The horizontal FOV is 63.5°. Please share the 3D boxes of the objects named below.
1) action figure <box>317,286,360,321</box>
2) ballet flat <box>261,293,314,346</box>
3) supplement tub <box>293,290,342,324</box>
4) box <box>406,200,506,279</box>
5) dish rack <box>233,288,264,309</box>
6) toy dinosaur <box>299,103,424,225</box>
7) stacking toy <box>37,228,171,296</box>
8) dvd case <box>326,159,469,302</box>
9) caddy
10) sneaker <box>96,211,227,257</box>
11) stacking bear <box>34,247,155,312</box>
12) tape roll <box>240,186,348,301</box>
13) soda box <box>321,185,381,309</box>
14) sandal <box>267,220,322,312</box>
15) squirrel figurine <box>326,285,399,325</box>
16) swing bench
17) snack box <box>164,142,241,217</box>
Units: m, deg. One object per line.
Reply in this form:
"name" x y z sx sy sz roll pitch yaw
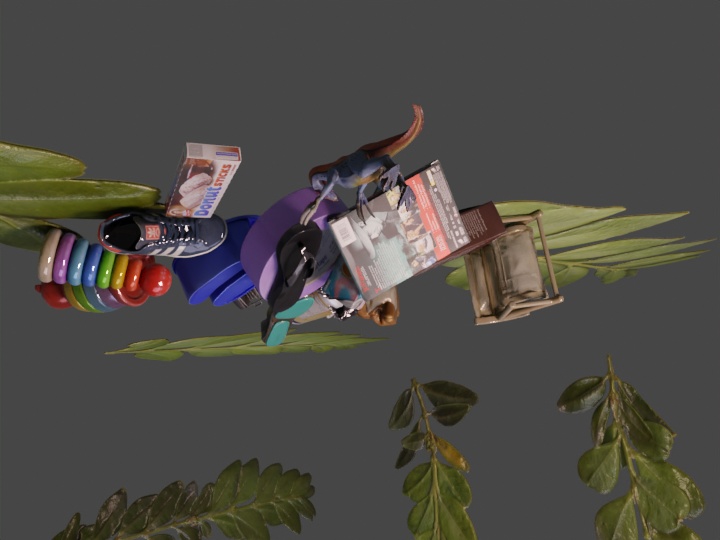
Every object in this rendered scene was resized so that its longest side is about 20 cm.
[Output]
"action figure" 0.000 0.000 1.066 0.101 0.120 0.201 13 128 -42
"ballet flat" -0.158 0.078 1.170 0.067 0.070 0.200 0 146 -37
"supplement tub" -0.086 0.025 1.246 0.197 0.148 0.143 -19 163 35
"box" 0.173 -0.060 1.130 0.196 0.076 0.100 -20 172 -24
"dish rack" -0.157 -0.004 1.138 0.197 0.055 0.154 -25 -157 26
"toy dinosaur" -0.001 -0.137 0.817 0.180 0.203 0.104 30 -175 42
"stacking toy" -0.406 -0.005 0.943 0.195 0.088 0.085 13 159 -20
"dvd case" 0.062 -0.061 0.911 0.197 0.148 0.022 -30 -158 -7
"caddy" -0.238 -0.023 1.028 0.198 0.107 0.141 -33 162 20
"sneaker" -0.307 -0.057 0.901 0.195 0.077 0.084 -7 179 -10
"stacking bear" -0.491 0.021 1.058 0.195 0.117 0.121 -8 167 17
"tape roll" -0.097 -0.039 0.957 0.198 0.066 0.202 -33 155 -17
"soda box" 0.016 -0.038 0.963 0.063 0.203 0.068 30 -173 16
"sandal" -0.094 0.001 0.895 0.075 0.043 0.202 -24 151 -32
"squirrel figurine" 0.001 0.077 1.457 0.182 0.145 0.200 -5 166 10
"swing bench" 0.327 -0.001 1.298 0.126 0.204 0.200 -5 167 -14
"snack box" -0.226 -0.122 0.819 0.070 0.025 0.199 -2 164 -26
